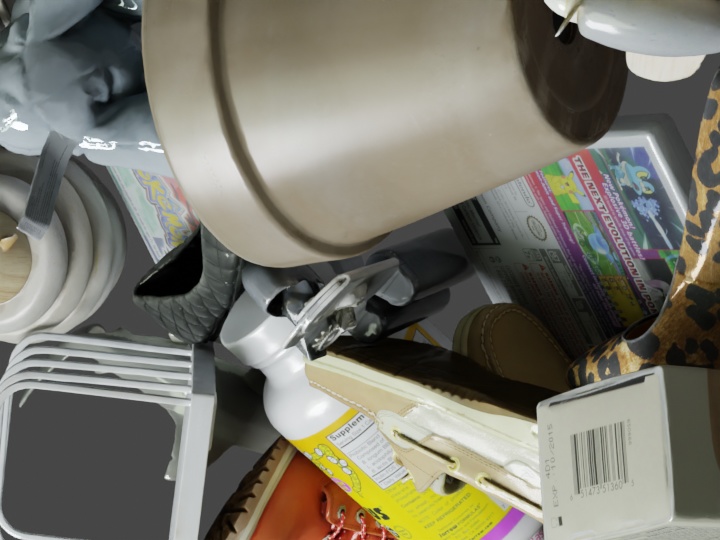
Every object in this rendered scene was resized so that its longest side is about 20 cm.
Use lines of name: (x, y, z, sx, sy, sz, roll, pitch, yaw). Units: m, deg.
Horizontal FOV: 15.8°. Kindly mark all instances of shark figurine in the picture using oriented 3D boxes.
shark figurine: (-0.120, 0.086, 1.632, 0.213, 0.090, 0.128, 19, 165, 10)

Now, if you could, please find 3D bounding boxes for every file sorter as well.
file sorter: (-0.151, 0.117, 1.488, 0.123, 0.140, 0.200, 6, -174, -5)

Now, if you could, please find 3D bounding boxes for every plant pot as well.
plant pot: (0.023, -0.107, 1.211, 0.173, 0.200, 0.201, -5, 125, 34)

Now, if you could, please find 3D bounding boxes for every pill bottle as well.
pill bottle: (0.016, 0.078, 1.465, 0.200, 0.105, 0.104, 43, 151, -18)

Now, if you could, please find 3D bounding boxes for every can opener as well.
can opener: (0.000, 0.000, 1.355, 0.067, 0.200, 0.053, 45, 110, 10)

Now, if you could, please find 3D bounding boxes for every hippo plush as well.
hippo plush: (-0.145, -0.101, 1.437, 0.159, 0.201, 0.161, 30, 170, -10)

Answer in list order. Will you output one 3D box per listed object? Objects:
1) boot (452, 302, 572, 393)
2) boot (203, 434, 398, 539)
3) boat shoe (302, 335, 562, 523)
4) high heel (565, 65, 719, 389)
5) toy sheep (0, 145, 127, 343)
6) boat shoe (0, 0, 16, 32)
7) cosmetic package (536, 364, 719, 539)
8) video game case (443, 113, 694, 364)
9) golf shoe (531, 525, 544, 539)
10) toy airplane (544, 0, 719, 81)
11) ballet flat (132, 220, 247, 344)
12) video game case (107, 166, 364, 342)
boot: (0.145, 0.087, 1.341, 0.155, 0.073, 0.201, -30, 90, 52)
boot: (-0.019, 0.142, 1.510, 0.107, 0.200, 0.075, 43, 121, 4)
boat shoe: (0.047, 0.084, 1.329, 0.199, 0.074, 0.067, 20, 107, 37)
high heel: (0.151, -0.015, 1.238, 0.199, 0.071, 0.143, -21, 102, 43)
toy sheep: (-0.211, -0.020, 1.614, 0.137, 0.200, 0.139, 4, 101, 21)
boat shoe: (-0.222, -0.154, 1.541, 0.057, 0.067, 0.201, -3, 134, 14)
cosmetic package: (0.191, 0.092, 1.211, 0.105, 0.199, 0.072, -22, 67, 55)
video game case: (0.132, 0.008, 1.354, 0.182, 0.023, 0.201, 1, 127, 51)
golf shoe: (0.121, 0.194, 1.541, 0.199, 0.075, 0.092, 24, 140, 30)
toy airplane: (0.135, -0.161, 1.031, 0.198, 0.141, 0.201, -2, 125, 51)
ballet flat: (-0.092, -0.009, 1.485, 0.056, 0.067, 0.200, 16, 152, -6)
video game case: (-0.075, -0.029, 1.549, 0.181, 0.023, 0.201, 10, 134, 45)
